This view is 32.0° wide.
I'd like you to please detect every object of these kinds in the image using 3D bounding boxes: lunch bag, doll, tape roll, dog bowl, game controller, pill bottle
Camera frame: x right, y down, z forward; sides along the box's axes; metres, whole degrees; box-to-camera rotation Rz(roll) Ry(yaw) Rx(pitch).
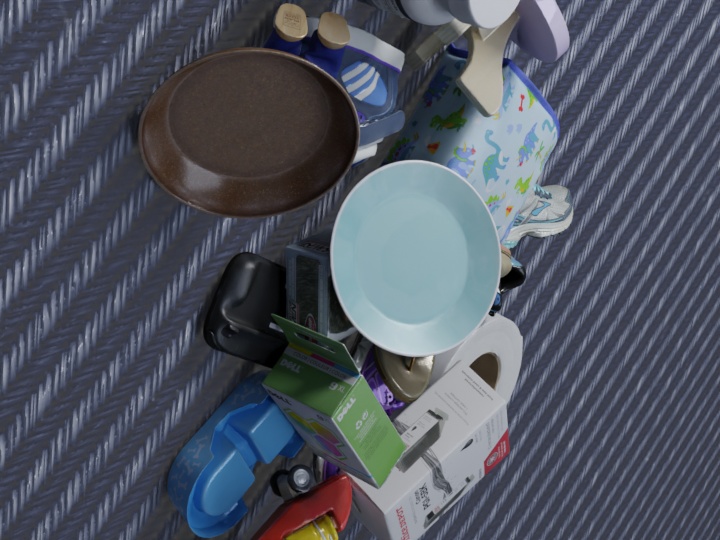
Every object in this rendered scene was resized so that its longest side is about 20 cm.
[{"bbox_3d":[0.140,-0.132,1.433,0.199,0.127,0.172,35,84,-45],"label":"lunch bag"},{"bbox_3d":[-0.077,-0.153,1.162,0.134,0.049,0.201,7,138,-17],"label":"doll"},{"bbox_3d":[0.127,0.141,1.641,0.201,0.070,0.205,-30,133,-38],"label":"tape roll"},{"bbox_3d":[-0.131,0.192,1.356,0.200,0.049,0.112,-49,143,-21],"label":"dog bowl"},{"bbox_3d":[-0.091,0.050,1.335,0.199,0.042,0.106,27,76,-56],"label":"game controller"},{"bbox_3d":[0.051,-0.293,1.147,0.119,0.198,0.121,-31,134,-38],"label":"pill bottle"}]

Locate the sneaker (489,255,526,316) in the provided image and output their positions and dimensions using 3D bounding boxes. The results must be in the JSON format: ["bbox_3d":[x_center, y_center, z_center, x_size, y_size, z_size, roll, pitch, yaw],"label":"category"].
[{"bbox_3d":[0.132,0.022,1.553,0.199,0.089,0.079,-32,135,-35],"label":"sneaker"}]

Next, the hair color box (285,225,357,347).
[{"bbox_3d":[0.000,0.000,1.363,0.199,0.060,0.101,-26,123,-50],"label":"hair color box"}]

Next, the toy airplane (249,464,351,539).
[{"bbox_3d":[-0.087,0.328,1.370,0.199,0.141,0.200,-42,-172,19],"label":"toy airplane"}]

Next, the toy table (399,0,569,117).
[{"bbox_3d":[0.108,-0.266,1.282,0.117,0.200,0.184,-42,175,-10],"label":"toy table"}]

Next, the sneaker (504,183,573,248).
[{"bbox_3d":[0.212,-0.087,1.601,0.199,0.077,0.088,-23,126,-44],"label":"sneaker"}]

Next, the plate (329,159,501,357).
[{"bbox_3d":[0.055,-0.012,1.300,0.197,0.026,0.204,1,86,-23],"label":"plate"}]

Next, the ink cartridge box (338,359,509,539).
[{"bbox_3d":[0.081,0.227,1.497,0.199,0.083,0.148,-40,150,-16],"label":"ink cartridge box"}]

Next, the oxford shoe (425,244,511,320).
[{"bbox_3d":[0.112,0.018,1.404,0.198,0.075,0.071,-13,161,-48],"label":"oxford shoe"}]

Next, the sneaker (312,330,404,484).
[{"bbox_3d":[0.002,0.163,1.459,0.081,0.082,0.203,-110,-136,-86],"label":"sneaker"}]

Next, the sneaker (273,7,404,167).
[{"bbox_3d":[-0.032,-0.163,1.227,0.199,0.080,0.149,7,102,-60],"label":"sneaker"}]

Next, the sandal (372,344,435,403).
[{"bbox_3d":[0.074,0.059,1.445,0.054,0.080,0.201,-43,-166,52],"label":"sandal"}]

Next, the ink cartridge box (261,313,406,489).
[{"bbox_3d":[-0.035,0.139,1.313,0.060,0.103,0.201,-52,141,-20],"label":"ink cartridge box"}]

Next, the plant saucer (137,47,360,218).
[{"bbox_3d":[-0.099,-0.128,1.122,0.197,0.037,0.202,-4,139,-3],"label":"plant saucer"}]
